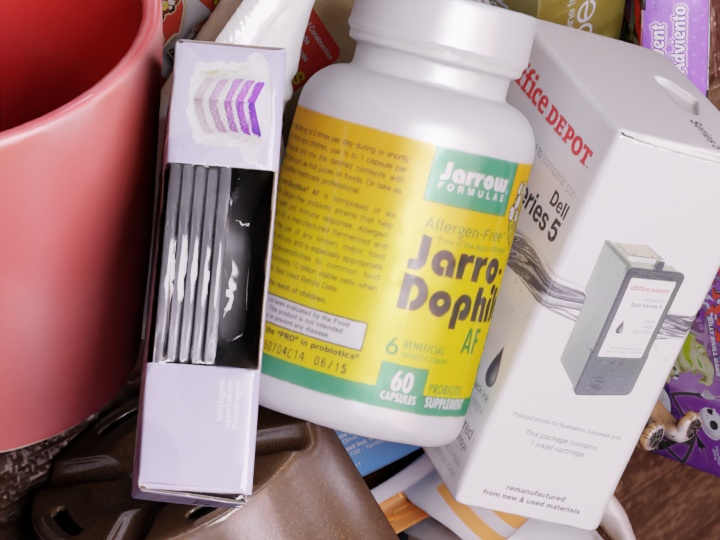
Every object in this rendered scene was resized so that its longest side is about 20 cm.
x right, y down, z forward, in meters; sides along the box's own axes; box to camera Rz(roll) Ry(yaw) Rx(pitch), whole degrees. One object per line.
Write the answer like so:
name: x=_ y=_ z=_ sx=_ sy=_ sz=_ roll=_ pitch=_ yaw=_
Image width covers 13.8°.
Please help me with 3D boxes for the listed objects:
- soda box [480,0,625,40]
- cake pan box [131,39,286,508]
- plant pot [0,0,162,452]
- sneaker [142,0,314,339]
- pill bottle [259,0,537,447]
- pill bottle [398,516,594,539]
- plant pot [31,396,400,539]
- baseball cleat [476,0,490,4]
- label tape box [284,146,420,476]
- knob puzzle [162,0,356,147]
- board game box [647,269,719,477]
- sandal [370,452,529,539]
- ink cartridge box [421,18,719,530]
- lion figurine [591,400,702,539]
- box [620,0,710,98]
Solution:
soda box: x=0.092 y=-0.134 z=1.553 sx=0.068 sy=0.064 sz=0.200 roll=-29 pitch=142 yaw=-29
cake pan box: x=-0.065 y=0.008 z=1.255 sx=0.052 sy=0.200 sz=0.184 roll=3 pitch=86 yaw=-5
plant pot: x=-0.175 y=-0.031 z=1.282 sx=0.200 sy=0.200 sz=0.177 roll=-37 pitch=137 yaw=-34
sneaker: x=-0.058 y=-0.055 z=1.403 sx=0.088 sy=0.075 sz=0.200 roll=29 pitch=103 yaw=-8
pill bottle: x=0.017 y=-0.029 z=1.367 sx=0.113 sy=0.113 sz=0.200 roll=9 pitch=97 yaw=-48
pill bottle: x=0.068 y=0.184 z=1.653 sx=0.111 sy=0.111 sz=0.200 roll=7 pitch=96 yaw=-48
plant pot: x=-0.055 y=0.167 z=1.470 sx=0.200 sy=0.200 sz=0.198 roll=-42 pitch=120 yaw=-31
baseball cleat: x=0.034 y=-0.091 z=1.541 sx=0.106 sy=0.070 sz=0.200 roll=-27 pitch=134 yaw=13
label tape box: x=0.000 y=0.000 z=1.517 sx=0.143 sy=0.066 sz=0.200 roll=-25 pitch=122 yaw=-6
knob puzzle: x=-0.065 y=-0.134 z=1.438 sx=0.220 sy=0.030 sz=0.220 roll=-15 pitch=127 yaw=-21
board game box: x=0.186 y=0.022 z=1.727 sx=0.032 sy=0.120 sz=0.200 roll=-30 pitch=122 yaw=-38
sandal: x=0.047 y=0.129 z=1.569 sx=0.207 sy=0.059 sz=0.079 roll=-32 pitch=160 yaw=17
ink cartridge box: x=0.094 y=-0.001 z=1.425 sx=0.084 sy=0.146 sz=0.200 roll=13 pitch=112 yaw=-24
lion figurine: x=0.128 y=0.100 z=1.714 sx=0.072 sy=0.122 sz=0.200 roll=-17 pitch=129 yaw=-45
box: x=0.158 y=-0.119 z=1.618 sx=0.039 sy=0.200 sz=0.137 roll=-2 pitch=108 yaw=-1
